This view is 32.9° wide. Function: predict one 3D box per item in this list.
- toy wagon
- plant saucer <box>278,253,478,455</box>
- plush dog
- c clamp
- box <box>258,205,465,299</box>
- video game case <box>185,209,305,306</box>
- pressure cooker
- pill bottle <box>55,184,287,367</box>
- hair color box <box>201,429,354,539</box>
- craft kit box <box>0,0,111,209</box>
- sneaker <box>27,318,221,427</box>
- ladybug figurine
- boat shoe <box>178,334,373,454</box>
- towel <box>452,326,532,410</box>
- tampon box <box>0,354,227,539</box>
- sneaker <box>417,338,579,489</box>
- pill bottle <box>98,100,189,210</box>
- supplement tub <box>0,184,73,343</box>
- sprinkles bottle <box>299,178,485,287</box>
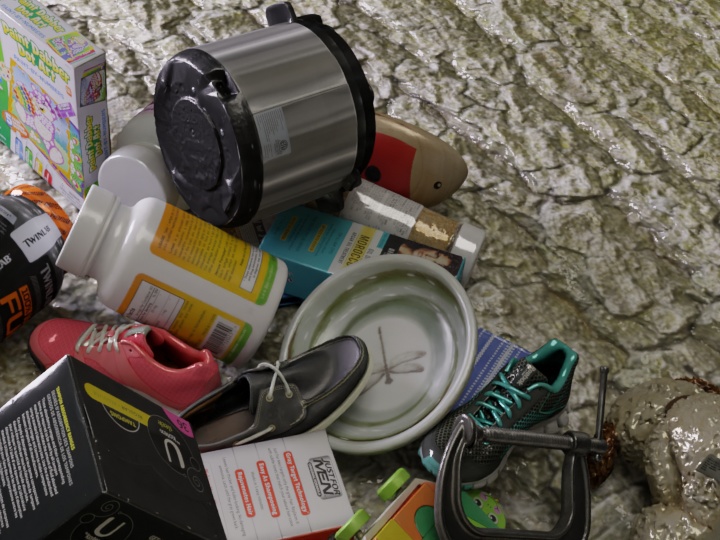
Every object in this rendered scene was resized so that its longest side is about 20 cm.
[{"bbox_3d":[0.072,0.234,1.010,0.155,0.040,0.200,46,39,6],"label":"toy wagon"},{"bbox_3d":[0.020,0.083,1.132,0.197,0.050,0.203,-12,57,19],"label":"plant saucer"},{"bbox_3d":[0.296,0.155,1.106,0.198,0.163,0.171,-18,25,-27],"label":"plush dog"},{"bbox_3d":[0.139,0.167,1.034,0.198,0.027,0.174,4,82,-35],"label":"c clamp"},{"bbox_3d":[0.000,0.000,1.228,0.197,0.050,0.083,17,46,10],"label":"box"},{"bbox_3d":[-0.127,-0.015,1.272,0.197,0.018,0.144,-8,49,-17],"label":"video game case"},{"bbox_3d":[-0.078,-0.145,1.179,0.198,0.177,0.179,-23,57,-32],"label":"pressure cooker"},{"bbox_3d":[-0.177,0.001,1.140,0.198,0.111,0.112,26,43,-13],"label":"pill bottle"},{"bbox_3d":[-0.112,0.208,1.027,0.197,0.062,0.102,-9,49,-16],"label":"hair color box"},{"bbox_3d":[-0.338,-0.188,1.280,0.199,0.199,0.048,37,50,26],"label":"craft kit box"},{"bbox_3d":[-0.213,0.073,1.123,0.197,0.088,0.074,18,45,9],"label":"sneaker"},{"bbox_3d":[0.019,-0.120,1.333,0.198,0.136,0.073,19,76,23],"label":"ladybug figurine"},{"bbox_3d":[-0.077,0.115,1.079,0.198,0.068,0.072,-29,50,-8],"label":"boat shoe"},{"bbox_3d":[0.075,0.101,1.195,0.198,0.024,0.145,26,50,18],"label":"towel"},{"bbox_3d":[-0.227,0.189,0.903,0.199,0.150,0.127,-36,50,11],"label":"tampon box"},{"bbox_3d":[0.127,0.119,1.084,0.077,0.092,0.199,36,41,25],"label":"sneaker"},{"bbox_3d":[-0.191,-0.133,1.298,0.111,0.113,0.200,22,40,12],"label":"pill bottle"},{"bbox_3d":[-0.362,0.011,1.134,0.122,0.124,0.200,29,49,19],"label":"supplement tub"},{"bbox_3d":[0.031,-0.048,1.281,0.198,0.069,0.069,24,46,5],"label":"sprinkles bottle"}]
